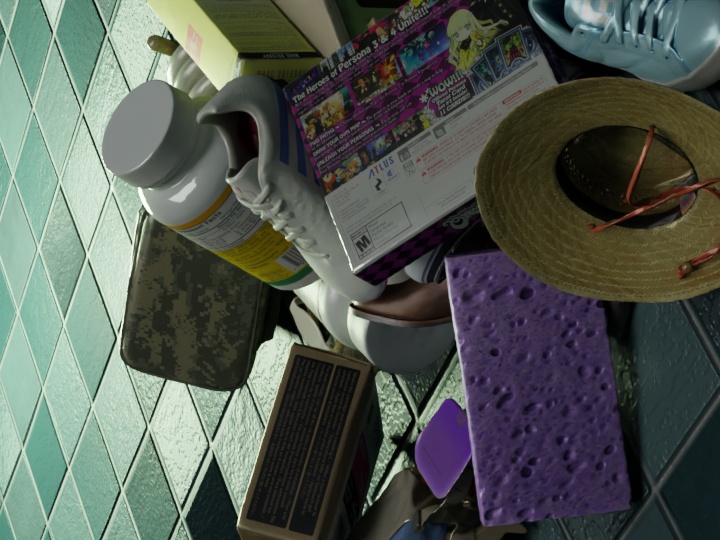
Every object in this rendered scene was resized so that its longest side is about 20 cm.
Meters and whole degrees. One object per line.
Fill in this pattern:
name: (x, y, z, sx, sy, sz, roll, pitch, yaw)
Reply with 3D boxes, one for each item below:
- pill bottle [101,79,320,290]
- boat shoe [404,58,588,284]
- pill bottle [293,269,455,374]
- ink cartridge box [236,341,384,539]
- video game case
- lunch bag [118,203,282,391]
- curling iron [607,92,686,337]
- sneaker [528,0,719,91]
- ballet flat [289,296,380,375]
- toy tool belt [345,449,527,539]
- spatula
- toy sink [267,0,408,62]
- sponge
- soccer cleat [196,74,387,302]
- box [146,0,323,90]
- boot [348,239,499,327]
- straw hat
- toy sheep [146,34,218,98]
pill bottle: (-0.107, -0.072, 1.742, 0.113, 0.200, 0.113, -26, 50, 35)
boat shoe: (0.113, -0.060, 1.591, 0.066, 0.070, 0.200, 41, 98, 13)
pill bottle: (0.000, 0.000, 1.829, 0.200, 0.109, 0.110, 46, 133, 50)
ink cartridge box: (-0.038, 0.175, 1.817, 0.200, 0.075, 0.165, 79, -153, -68)
video game case: (0.054, -0.114, 1.574, 0.200, 0.036, 0.182, -33, 56, 18)
lunch bag: (-0.139, -0.010, 2.062, 0.168, 0.139, 0.200, -72, -7, -63)
curling iron: (0.198, -0.040, 1.534, 0.050, 0.026, 0.200, 47, 134, 47)
sneaker: (0.182, -0.167, 1.475, 0.200, 0.082, 0.074, 11, 88, 61)
ballet flat: (-0.039, 0.017, 1.954, 0.200, 0.071, 0.071, 66, 146, 34)
toy tool belt: (0.075, 0.213, 1.742, 0.200, 0.123, 0.125, -54, 23, 37)
spatula: (0.111, 0.086, 1.630, 0.200, 0.021, 0.057, -46, 49, 12)
toy sink: (0.015, -0.172, 1.757, 0.112, 0.130, 0.200, -55, 45, 50)
sponge: (0.129, 0.081, 1.575, 0.030, 0.111, 0.201, -145, 47, -86)
soccer cleat: (-0.057, -0.054, 1.651, 0.070, 0.086, 0.200, -32, 89, 45)
box: (-0.106, -0.197, 1.768, 0.200, 0.075, 0.050, 50, 136, 46)
boot: (0.073, -0.058, 1.666, 0.186, 0.064, 0.201, -1, 98, 21)
straw hat: (0.181, -0.074, 1.453, 0.085, 0.201, 0.201, -75, 7, -48)
toy sheep: (-0.116, -0.175, 2.007, 0.200, 0.138, 0.138, 66, 147, 23)
